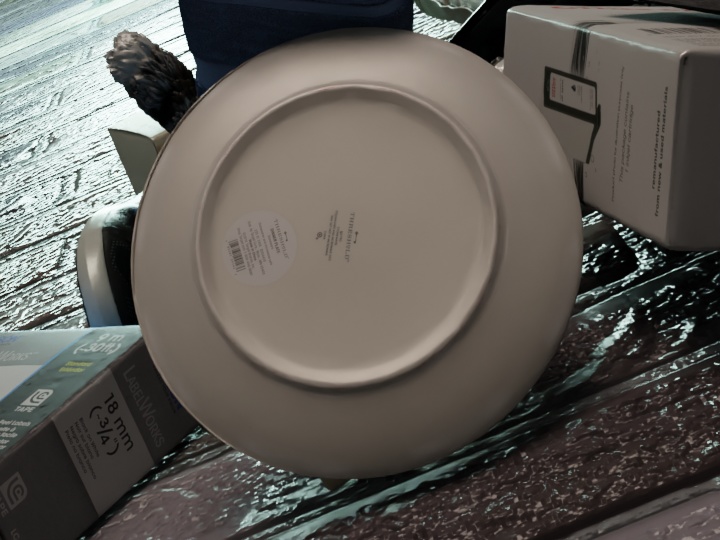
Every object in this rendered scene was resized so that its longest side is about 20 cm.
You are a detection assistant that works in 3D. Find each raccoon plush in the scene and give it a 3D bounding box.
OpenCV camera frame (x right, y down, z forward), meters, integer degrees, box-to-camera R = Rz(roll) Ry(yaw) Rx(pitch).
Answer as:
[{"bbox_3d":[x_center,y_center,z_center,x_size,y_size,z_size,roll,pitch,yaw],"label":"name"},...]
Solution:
[{"bbox_3d":[-0.034,-0.083,0.926,0.134,0.200,0.097,-37,28,19],"label":"raccoon plush"}]

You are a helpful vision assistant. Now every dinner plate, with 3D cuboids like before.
[{"bbox_3d":[-0.005,-0.014,0.701,0.198,0.202,0.024,-21,-19,4],"label":"dinner plate"}]

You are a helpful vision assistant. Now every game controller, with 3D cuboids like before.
[{"bbox_3d":[0.109,-0.139,1.003,0.104,0.042,0.199,-37,-13,29],"label":"game controller"}]

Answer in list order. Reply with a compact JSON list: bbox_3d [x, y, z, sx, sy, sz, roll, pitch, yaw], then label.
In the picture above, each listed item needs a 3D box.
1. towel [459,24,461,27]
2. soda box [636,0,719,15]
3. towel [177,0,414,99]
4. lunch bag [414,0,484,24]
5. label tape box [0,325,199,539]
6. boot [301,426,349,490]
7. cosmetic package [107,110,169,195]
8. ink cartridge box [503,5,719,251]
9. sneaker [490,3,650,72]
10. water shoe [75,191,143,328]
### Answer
[{"bbox_3d":[0.187,-0.219,1.275,0.198,0.023,0.145,-28,22,-8],"label":"towel"},{"bbox_3d":[0.201,-0.139,0.707,0.199,0.072,0.063,17,16,41],"label":"soda box"},{"bbox_3d":[-0.028,-0.105,0.810,0.110,0.201,0.049,8,63,5],"label":"towel"},{"bbox_3d":[0.138,-0.246,1.209,0.199,0.118,0.164,-35,25,-9],"label":"lunch bag"},{"bbox_3d":[-0.159,0.072,0.844,0.143,0.064,0.200,-5,27,40],"label":"label tape box"},{"bbox_3d":[-0.026,0.002,0.745,0.107,0.075,0.201,-33,63,-4],"label":"boot"},{"bbox_3d":[-0.076,-0.115,1.221,0.199,0.072,0.105,-31,21,-22],"label":"cosmetic package"},{"bbox_3d":[0.164,-0.072,0.759,0.144,0.086,0.200,-1,14,-15],"label":"ink cartridge box"},{"bbox_3d":[0.141,-0.095,0.954,0.079,0.074,0.199,41,43,22],"label":"sneaker"},{"bbox_3d":[-0.113,-0.015,0.997,0.078,0.072,0.200,-8,19,11],"label":"water shoe"}]
